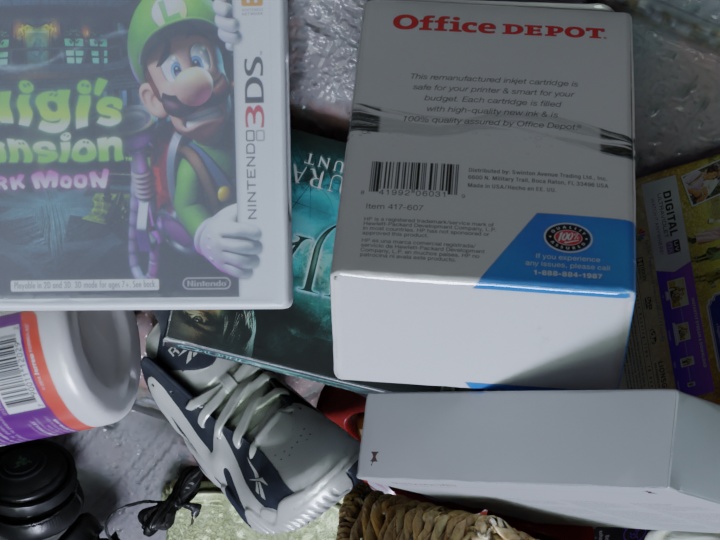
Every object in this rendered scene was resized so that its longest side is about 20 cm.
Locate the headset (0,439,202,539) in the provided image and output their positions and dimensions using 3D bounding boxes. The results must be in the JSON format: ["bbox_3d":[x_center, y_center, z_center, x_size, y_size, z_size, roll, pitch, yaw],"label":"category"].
[{"bbox_3d":[-0.194,0.163,1.264,0.199,0.094,0.124,-8,118,41],"label":"headset"}]

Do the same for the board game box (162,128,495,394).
[{"bbox_3d":[0.000,0.000,1.071,0.199,0.136,0.028,13,169,-5],"label":"board game box"}]

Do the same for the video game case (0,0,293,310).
[{"bbox_3d":[-0.136,-0.070,1.027,0.199,0.023,0.183,0,94,7],"label":"video game case"}]

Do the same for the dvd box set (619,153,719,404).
[{"bbox_3d":[0.227,-0.002,1.028,0.199,0.147,0.029,-17,150,19],"label":"dvd box set"}]

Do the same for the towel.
[{"bbox_3d":[-0.061,0.219,1.318,0.147,0.037,0.201,2,130,7],"label":"towel"}]

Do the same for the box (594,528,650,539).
[{"bbox_3d":[0.233,0.226,1.230,0.199,0.123,0.106,-17,126,20],"label":"box"}]

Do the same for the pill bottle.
[{"bbox_3d":[-0.244,0.055,1.153,0.199,0.112,0.112,-12,128,17],"label":"pill bottle"}]

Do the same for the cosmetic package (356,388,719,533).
[{"bbox_3d":[0.120,0.098,0.966,0.199,0.052,0.150,-4,165,44],"label":"cosmetic package"}]

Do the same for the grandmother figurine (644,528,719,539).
[{"bbox_3d":[0.189,0.109,1.086,0.060,0.201,0.122,-3,130,10],"label":"grandmother figurine"}]

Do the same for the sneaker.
[{"bbox_3d":[-0.075,0.074,1.125,0.079,0.199,0.130,-38,109,-9],"label":"sneaker"}]

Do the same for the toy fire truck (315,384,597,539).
[{"bbox_3d":[0.054,0.114,1.175,0.200,0.113,0.168,35,146,-27],"label":"toy fire truck"}]

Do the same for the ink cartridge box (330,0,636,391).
[{"bbox_3d":[0.065,-0.042,0.973,0.145,0.201,0.085,4,138,4],"label":"ink cartridge box"}]

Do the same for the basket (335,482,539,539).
[{"bbox_3d":[0.075,0.224,1.051,0.199,0.143,0.149,29,166,-28],"label":"basket"}]
